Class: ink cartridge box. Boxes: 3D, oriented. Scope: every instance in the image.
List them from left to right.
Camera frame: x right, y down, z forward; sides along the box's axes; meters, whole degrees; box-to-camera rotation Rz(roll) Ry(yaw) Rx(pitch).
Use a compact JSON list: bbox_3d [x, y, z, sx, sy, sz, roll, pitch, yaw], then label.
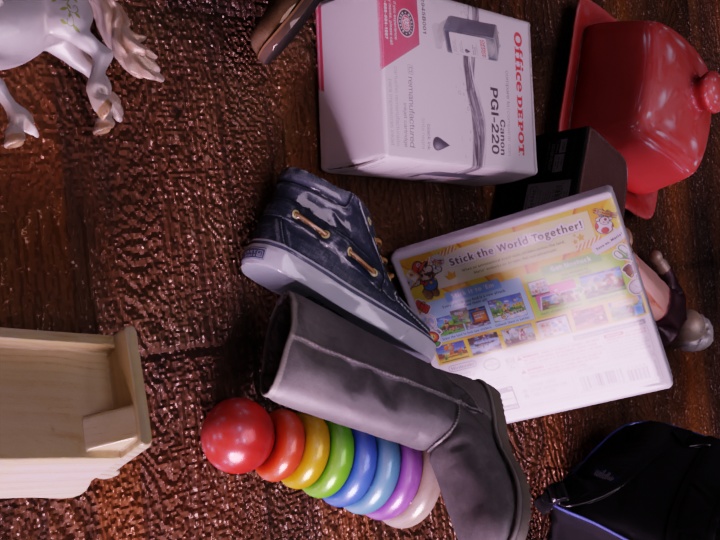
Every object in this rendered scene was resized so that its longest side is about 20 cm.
[{"bbox_3d":[0.063,-0.155,0.842,0.199,0.084,0.148,0,87,-44],"label":"ink cartridge box"}]

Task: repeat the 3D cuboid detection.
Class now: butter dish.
[{"bbox_3d":[0.321,-0.181,1.039,0.198,0.147,0.202,24,71,-38],"label":"butter dish"}]

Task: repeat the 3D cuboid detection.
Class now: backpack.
[{"bbox_3d":[0.295,0.253,0.964,0.199,0.182,0.148,-33,132,-42],"label":"backpack"}]

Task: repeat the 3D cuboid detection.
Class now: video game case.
[{"bbox_3d":[0.147,0.040,0.836,0.184,0.198,0.023,68,23,-15],"label":"video game case"}]

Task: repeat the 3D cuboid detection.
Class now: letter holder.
[{"bbox_3d":[0.206,-0.015,0.953,0.142,0.100,0.202,28,68,-40],"label":"letter holder"}]

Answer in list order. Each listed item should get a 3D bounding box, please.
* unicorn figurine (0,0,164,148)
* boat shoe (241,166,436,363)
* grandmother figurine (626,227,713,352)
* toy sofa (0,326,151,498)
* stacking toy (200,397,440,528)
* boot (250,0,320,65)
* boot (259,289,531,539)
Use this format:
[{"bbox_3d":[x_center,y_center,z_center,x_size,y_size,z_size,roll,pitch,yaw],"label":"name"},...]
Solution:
[{"bbox_3d":[-0.225,-0.143,0.595,0.199,0.073,0.139,-26,95,-55],"label":"unicorn figurine"},{"bbox_3d":[0.000,0.000,0.779,0.200,0.070,0.092,34,66,-34],"label":"boat shoe"},{"bbox_3d":[0.340,0.038,1.100,0.199,0.060,0.122,33,74,-33],"label":"grandmother figurine"},{"bbox_3d":[-0.232,0.081,0.565,0.199,0.097,0.084,9,56,-42],"label":"toy sofa"},{"bbox_3d":[-0.034,0.142,0.742,0.199,0.085,0.086,19,74,-32],"label":"stacking toy"},{"bbox_3d":[-0.053,-0.249,0.766,0.075,0.074,0.201,32,60,-16],"label":"boot"},{"bbox_3d":[0.022,0.113,0.702,0.199,0.073,0.183,30,28,-27],"label":"boot"}]
